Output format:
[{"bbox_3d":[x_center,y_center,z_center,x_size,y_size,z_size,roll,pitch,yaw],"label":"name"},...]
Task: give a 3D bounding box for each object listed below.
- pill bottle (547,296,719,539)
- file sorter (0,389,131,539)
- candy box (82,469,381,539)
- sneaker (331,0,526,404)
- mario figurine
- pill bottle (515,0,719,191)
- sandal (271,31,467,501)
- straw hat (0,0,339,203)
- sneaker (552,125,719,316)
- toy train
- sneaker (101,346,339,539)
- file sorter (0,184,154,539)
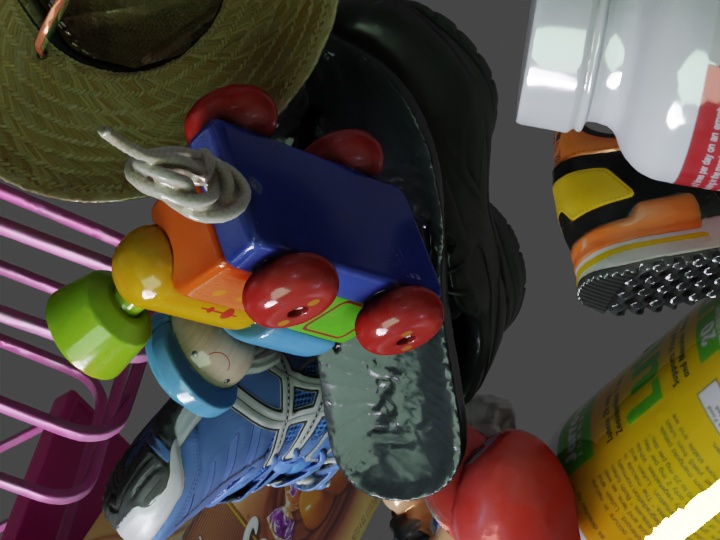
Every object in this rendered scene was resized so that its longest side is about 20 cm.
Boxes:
[{"bbox_3d":[0.152,0.091,0.932,0.111,0.111,0.200,32,128,-16],"label":"pill bottle"},{"bbox_3d":[-0.144,0.194,1.057,0.125,0.140,0.200,-26,120,30],"label":"file sorter"},{"bbox_3d":[-0.068,0.135,0.950,0.056,0.201,0.117,2,132,30],"label":"candy box"},{"bbox_3d":[0.026,-0.026,0.875,0.075,0.091,0.201,-9,126,20],"label":"sneaker"},{"bbox_3d":[0.021,0.129,0.934,0.105,0.124,0.200,3,144,-28],"label":"mario figurine"},{"bbox_3d":[0.162,-0.082,0.762,0.198,0.113,0.113,9,130,2],"label":"pill bottle"},{"bbox_3d":[0.001,0.000,0.825,0.075,0.048,0.202,-11,102,19],"label":"sandal"},{"bbox_3d":[-0.090,-0.120,0.814,0.199,0.203,0.085,-2,173,13],"label":"straw hat"},{"bbox_3d":[0.175,-0.046,0.844,0.198,0.091,0.070,-12,160,-9],"label":"sneaker"},{"bbox_3d":[-0.067,-0.003,0.716,0.115,0.085,0.199,-33,155,25],"label":"toy train"},{"bbox_3d":[-0.035,0.062,0.879,0.077,0.200,0.076,48,132,1],"label":"sneaker"},{"bbox_3d":[-0.150,0.011,0.900,0.125,0.140,0.201,21,130,-11],"label":"file sorter"}]
